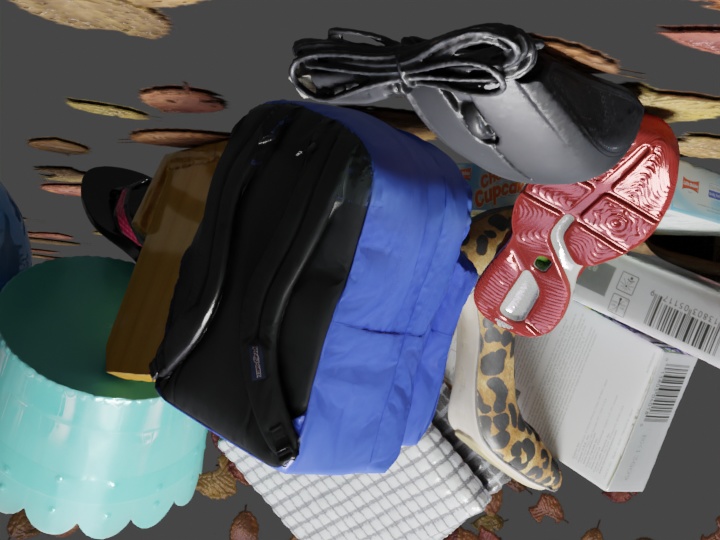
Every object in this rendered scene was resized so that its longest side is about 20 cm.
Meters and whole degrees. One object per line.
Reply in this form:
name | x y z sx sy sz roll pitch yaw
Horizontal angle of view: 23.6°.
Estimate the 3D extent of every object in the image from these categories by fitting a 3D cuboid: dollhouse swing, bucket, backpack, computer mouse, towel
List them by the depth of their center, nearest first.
computer mouse | 0.069 -0.076 0.861 0.137 0.053 0.199 1 174 39
backpack | -0.019 0.002 1.046 0.162 0.202 0.167 22 -168 41
dollhouse swing | -0.072 0.000 1.258 0.180 0.178 0.199 8 174 -29
towel | 0.006 0.143 1.349 0.200 0.166 0.086 -37 -175 46
bucket | -0.210 0.093 1.357 0.205 0.136 0.208 13 -147 -9

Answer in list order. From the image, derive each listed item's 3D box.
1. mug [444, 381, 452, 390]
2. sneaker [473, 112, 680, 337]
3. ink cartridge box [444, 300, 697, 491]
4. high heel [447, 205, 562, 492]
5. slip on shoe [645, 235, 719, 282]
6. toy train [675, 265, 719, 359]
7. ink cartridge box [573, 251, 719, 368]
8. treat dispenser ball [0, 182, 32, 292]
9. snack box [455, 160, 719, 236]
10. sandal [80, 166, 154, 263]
mug | 0.091 0.058 1.391 0.153 0.187 0.149 39 -170 1
sneaker | 0.134 -0.056 1.035 0.078 0.116 0.200 30 141 -8
ink cartridge box | 0.142 0.068 1.269 0.050 0.110 0.199 8 -163 -45
high heel | 0.111 0.057 1.185 0.200 0.143 0.071 43 173 -31
slip on shoe | 0.282 -0.022 1.196 0.060 0.077 0.199 1 -173 -34
toy train | 0.332 0.018 1.364 0.085 0.115 0.199 9 175 -42
ink cartridge box | 0.235 0.027 1.240 0.162 0.058 0.199 25 -177 32
treat dispenser ball | -0.371 -0.006 1.416 0.198 0.203 0.201 6 176 0
snack box | 0.163 -0.050 1.192 0.199 0.038 0.116 2 174 43
sandal | -0.163 -0.035 1.390 0.075 0.045 0.200 -20 -135 -25
